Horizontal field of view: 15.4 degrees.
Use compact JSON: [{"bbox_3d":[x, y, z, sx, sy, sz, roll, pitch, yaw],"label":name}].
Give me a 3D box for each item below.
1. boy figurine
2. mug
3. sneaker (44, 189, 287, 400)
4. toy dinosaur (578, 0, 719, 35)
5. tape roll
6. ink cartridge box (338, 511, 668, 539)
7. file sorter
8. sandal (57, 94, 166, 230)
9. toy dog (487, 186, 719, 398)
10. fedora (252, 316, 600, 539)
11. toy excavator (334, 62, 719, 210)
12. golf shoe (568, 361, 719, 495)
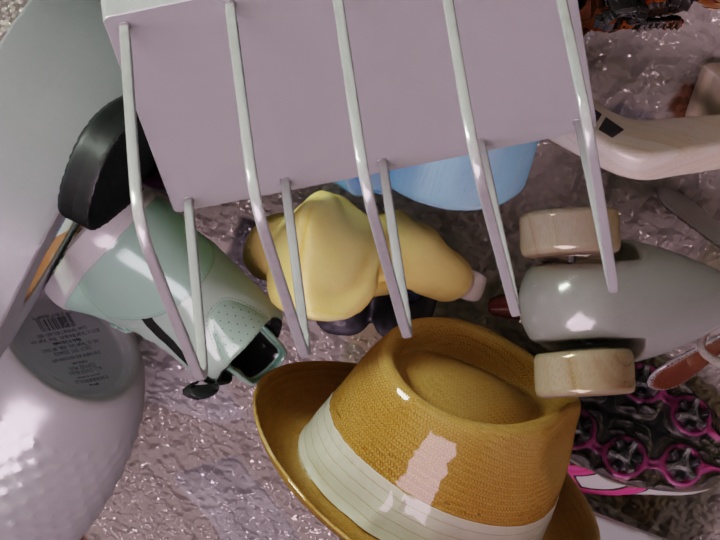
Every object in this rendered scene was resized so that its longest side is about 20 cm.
[{"bbox_3d":[0.000,0.000,1.337,0.124,0.200,0.065,8,88,8],"label":"boy figurine"},{"bbox_3d":[-0.221,0.088,1.474,0.200,0.148,0.175,5,139,-39],"label":"mug"},{"bbox_3d":[-0.097,0.022,1.381,0.118,0.074,0.200,44,172,-1],"label":"sneaker"},{"bbox_3d":[0.150,-0.161,1.219,0.200,0.102,0.136,-38,155,-6],"label":"toy dinosaur"},{"bbox_3d":[-0.170,-0.045,1.327,0.066,0.200,0.200,28,132,-2],"label":"tape roll"},{"bbox_3d":[0.089,0.174,1.480,0.200,0.083,0.146,21,166,-1],"label":"ink cartridge box"},{"bbox_3d":[0.006,-0.048,1.145,0.200,0.125,0.139,-12,144,3],"label":"file sorter"},{"bbox_3d":[-0.082,-0.065,1.285,0.048,0.200,0.075,25,121,11],"label":"sandal"},{"bbox_3d":[0.145,0.018,1.338,0.200,0.132,0.096,21,169,-30],"label":"toy dog"},{"bbox_3d":[0.047,0.081,1.315,0.200,0.201,0.082,27,115,-8],"label":"fedora"},{"bbox_3d":[0.080,-0.077,1.287,0.200,0.194,0.100,37,135,22],"label":"toy excavator"},{"bbox_3d":[0.103,0.084,1.460,0.200,0.073,0.092,14,156,7],"label":"golf shoe"}]
